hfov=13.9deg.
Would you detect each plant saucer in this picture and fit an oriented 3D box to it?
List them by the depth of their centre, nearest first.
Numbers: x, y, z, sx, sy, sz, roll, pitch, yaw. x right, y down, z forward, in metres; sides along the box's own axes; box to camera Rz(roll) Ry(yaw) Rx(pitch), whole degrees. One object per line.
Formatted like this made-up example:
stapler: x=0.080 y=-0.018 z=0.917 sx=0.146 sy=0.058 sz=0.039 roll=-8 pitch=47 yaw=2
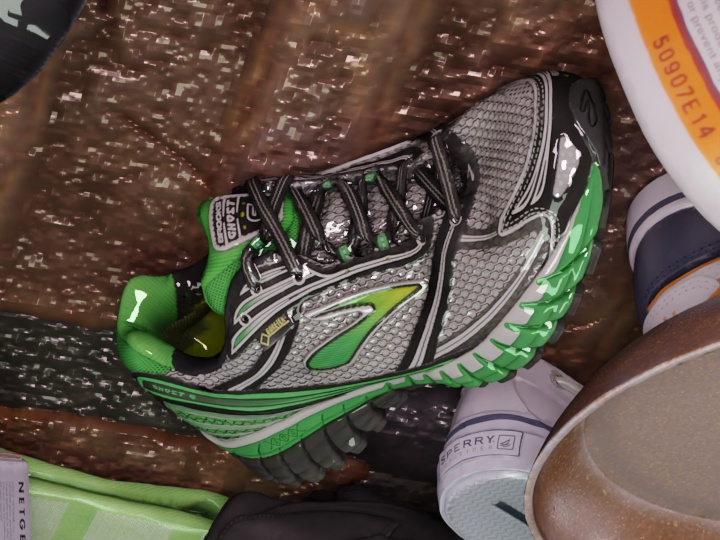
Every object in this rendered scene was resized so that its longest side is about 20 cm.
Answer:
plant saucer: x=0.146 y=0.047 z=0.856 sx=0.200 sy=0.032 sz=0.200 roll=-3 pitch=151 yaw=-2

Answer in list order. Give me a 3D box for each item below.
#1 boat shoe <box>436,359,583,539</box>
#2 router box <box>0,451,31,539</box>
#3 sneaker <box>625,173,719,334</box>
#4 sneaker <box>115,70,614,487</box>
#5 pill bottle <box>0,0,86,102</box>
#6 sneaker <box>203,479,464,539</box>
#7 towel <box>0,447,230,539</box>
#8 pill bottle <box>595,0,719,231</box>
boat shoe: x=0.108 y=0.092 z=1.009 sx=0.073 sy=0.067 sz=0.200 roll=-23 pitch=131 yaw=35
router box: x=-0.196 y=0.166 z=0.988 sx=0.179 sy=0.201 sz=0.049 roll=-5 pitch=174 yaw=23
sneaker: x=0.184 y=0.012 z=0.909 sx=0.199 sy=0.080 sz=0.079 roll=-3 pitch=140 yaw=2
sneaker: x=0.000 y=0.000 z=0.893 sx=0.085 sy=0.078 sz=0.200 roll=28 pitch=134 yaw=-29
pill bottle: x=-0.162 y=-0.117 z=0.721 sx=0.200 sy=0.112 sz=0.112 roll=24 pitch=135 yaw=-27
sneaker: x=0.023 y=0.112 z=1.041 sx=0.200 sy=0.091 sz=0.076 roll=25 pitch=98 yaw=-53
towel: x=-0.128 y=0.132 z=1.102 sx=0.149 sy=0.031 sz=0.200 roll=14 pitch=137 yaw=-20
pill bottle: x=0.169 y=-0.090 z=0.752 sx=0.200 sy=0.114 sz=0.114 roll=-28 pitch=133 yaw=31
